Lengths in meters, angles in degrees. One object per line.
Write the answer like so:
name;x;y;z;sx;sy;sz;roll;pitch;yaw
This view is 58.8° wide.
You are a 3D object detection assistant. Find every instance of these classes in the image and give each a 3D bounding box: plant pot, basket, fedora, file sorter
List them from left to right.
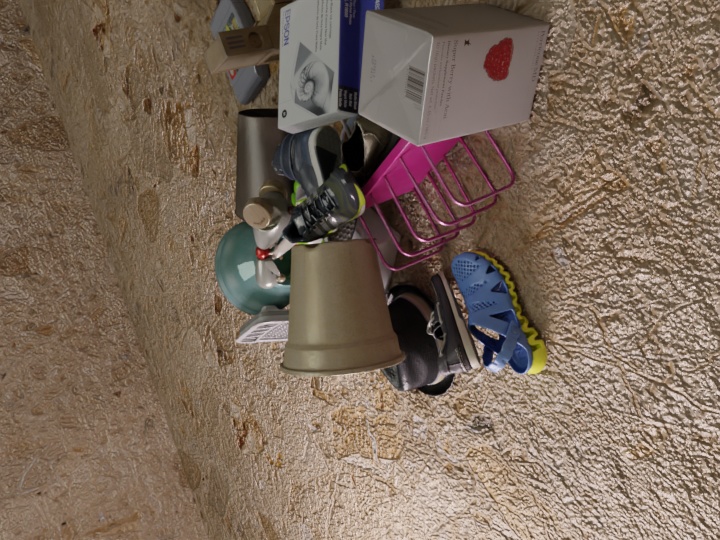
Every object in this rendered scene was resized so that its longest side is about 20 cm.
basket;-0.186;-0.212;1.280;0.180;0.133;0.205;34;128;51
plant pot;-0.181;-0.017;1.299;0.133;0.197;0.205;-17;92;55
plant pot;-0.034;0.049;0.982;0.198;0.196;0.189;-2;93;55
fedora;0.074;0.130;1.093;0.199;0.090;0.206;30;129;46
file sorter;0.101;-0.107;0.905;0.127;0.137;0.200;60;145;10

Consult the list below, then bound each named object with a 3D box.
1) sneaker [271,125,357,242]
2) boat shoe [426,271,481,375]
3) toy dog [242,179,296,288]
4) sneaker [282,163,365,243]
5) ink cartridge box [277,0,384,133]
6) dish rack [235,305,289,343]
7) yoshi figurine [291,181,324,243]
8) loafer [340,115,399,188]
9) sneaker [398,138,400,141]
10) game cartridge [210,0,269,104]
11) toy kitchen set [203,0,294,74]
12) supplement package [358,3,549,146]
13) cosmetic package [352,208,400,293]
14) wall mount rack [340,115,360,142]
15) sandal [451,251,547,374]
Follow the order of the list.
sneaker;-0.080;-0.139;1.086;0.144;0.076;0.208;11;116;49
boat shoe;0.123;0.075;0.950;0.073;0.062;0.202;58;-168;-35
toy dog;-0.138;-0.058;1.100;0.094;0.134;0.202;11;149;10
sneaker;-0.056;-0.085;0.937;0.075;0.080;0.200;57;150;7
ink cartridge box;-0.050;-0.326;0.969;0.197;0.040;0.206;-4;84;42
dish rack;-0.152;0.110;1.335;0.171;0.195;0.045;-36;58;54
yoshi figurine;-0.082;-0.112;1.216;0.113;0.109;0.205;-127;43;-64
loafer;-0.006;-0.167;0.944;0.076;0.068;0.201;61;150;23
sneaker;0.049;-0.223;0.960;0.083;0.077;0.203;24;122;7
game cartridge;-0.254;-0.471;1.338;0.132;0.040;0.204;-29;81;52
toy kitchen set;-0.189;-0.482;1.104;0.162;0.178;0.205;-13;100;55
supplement package;0.111;-0.242;0.766;0.119;0.197;0.124;37;134;40
cosmetic package;0.000;0.000;1.159;0.101;0.070;0.203;45;138;34
wall mount rack;-0.023;-0.272;1.060;0.200;0.073;0.177;-44;68;53
sandal;0.185;0.063;0.910;0.203;0.085;0.080;61;147;19
